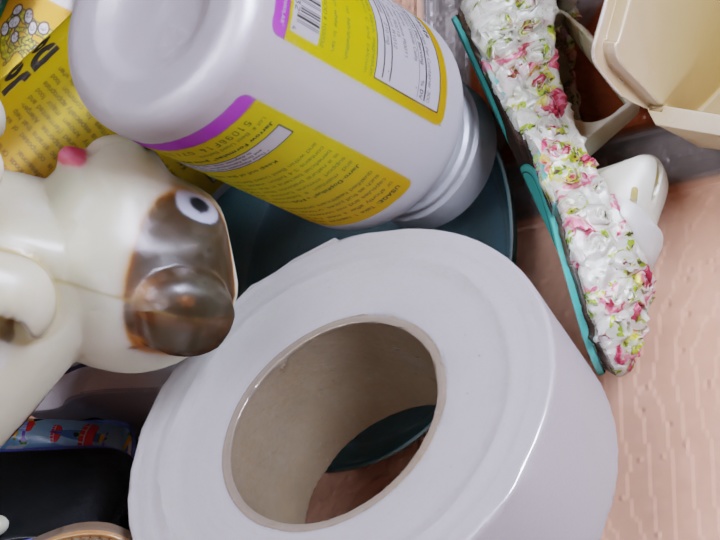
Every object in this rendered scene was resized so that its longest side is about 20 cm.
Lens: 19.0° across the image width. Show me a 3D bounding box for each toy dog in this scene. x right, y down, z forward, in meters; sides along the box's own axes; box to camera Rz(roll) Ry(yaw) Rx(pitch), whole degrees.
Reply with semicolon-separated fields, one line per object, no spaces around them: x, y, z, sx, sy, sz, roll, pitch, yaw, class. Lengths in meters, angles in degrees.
-0.149;0.017;0.913;0.199;0.140;0.194;-23;102;-3;toy dog

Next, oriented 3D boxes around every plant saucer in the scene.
0.000;0.000;1.043;0.200;0.027;0.201;-13;71;39;plant saucer

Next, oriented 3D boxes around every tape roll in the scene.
0.004;0.080;0.903;0.202;0.071;0.203;-20;45;21;tape roll

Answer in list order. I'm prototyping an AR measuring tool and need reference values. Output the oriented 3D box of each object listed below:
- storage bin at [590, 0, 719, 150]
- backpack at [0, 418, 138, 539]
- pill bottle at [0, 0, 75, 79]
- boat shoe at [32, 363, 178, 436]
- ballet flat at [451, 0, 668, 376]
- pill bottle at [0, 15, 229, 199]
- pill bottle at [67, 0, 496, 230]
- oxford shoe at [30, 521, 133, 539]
0.215;-0.140;0.851;0.200;0.094;0.199;14;87;42;storage bin
-0.171;0.187;1.052;0.182;0.201;0.135;-4;29;14;backpack
-0.154;-0.103;1.146;0.113;0.113;0.201;31;99;41;pill bottle
-0.114;0.044;1.072;0.200;0.073;0.066;-8;64;58;boat shoe
0.098;-0.052;0.947;0.064;0.076;0.201;-23;66;7;ballet flat
-0.140;-0.045;1.037;0.200;0.113;0.113;-43;52;0;pill bottle
-0.025;-0.079;0.931;0.104;0.200;0.105;-14;67;34;pill bottle
-0.161;0.188;0.924;0.200;0.071;0.071;-44;19;15;oxford shoe
